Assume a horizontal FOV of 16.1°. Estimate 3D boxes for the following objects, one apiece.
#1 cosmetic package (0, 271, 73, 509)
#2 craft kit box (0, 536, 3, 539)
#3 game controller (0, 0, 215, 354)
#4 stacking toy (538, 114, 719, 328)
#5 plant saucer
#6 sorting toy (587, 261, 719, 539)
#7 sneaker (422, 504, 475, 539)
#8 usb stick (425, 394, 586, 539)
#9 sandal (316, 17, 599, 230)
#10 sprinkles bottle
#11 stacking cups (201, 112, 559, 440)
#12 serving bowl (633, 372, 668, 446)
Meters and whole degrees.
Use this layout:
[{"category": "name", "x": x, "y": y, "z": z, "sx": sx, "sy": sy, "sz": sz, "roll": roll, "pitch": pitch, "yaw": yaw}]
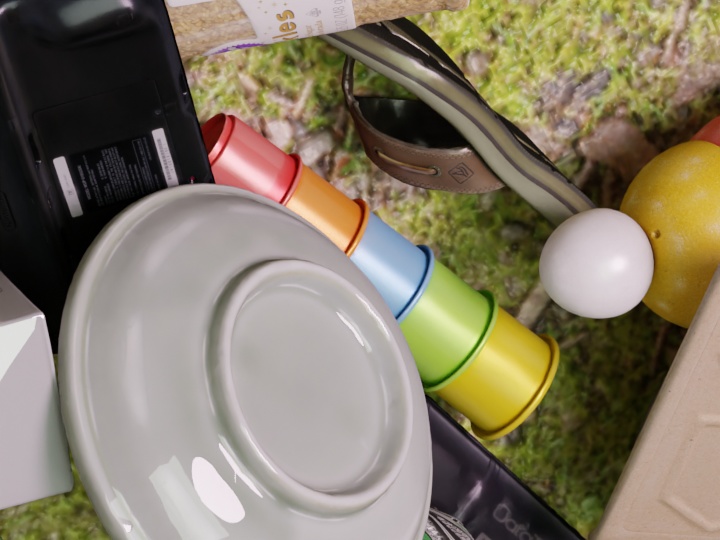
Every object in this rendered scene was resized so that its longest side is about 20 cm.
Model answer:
[{"category": "cosmetic package", "x": -0.225, "y": 0.063, "z": 1.021, "sx": 0.199, "sy": 0.113, "sz": 0.082, "roll": -16, "pitch": 108, "yaw": -19}, {"category": "craft kit box", "x": -0.278, "y": 0.092, "z": 1.089, "sx": 0.199, "sy": 0.048, "sz": 0.199, "roll": -29, "pitch": 108, "yaw": -13}, {"category": "game controller", "x": -0.117, "y": -0.044, "z": 1.079, "sx": 0.104, "sy": 0.042, "sz": 0.201, "roll": -22, "pitch": 135, "yaw": -9}, {"category": "stacking toy", "x": 0.167, "y": -0.016, "z": 1.168, "sx": 0.199, "sy": 0.146, "sz": 0.147, "roll": -14, "pitch": 107, "yaw": -25}, {"category": "plant saucer", "x": -0.032, "y": 0.052, "z": 1.048, "sx": 0.199, "sy": 0.050, "sz": 0.202, "roll": 22, "pitch": 56, "yaw": -37}, {"category": "sorting toy", "x": 0.216, "y": 0.063, "z": 1.166, "sx": 0.184, "sy": 0.037, "sz": 0.201, "roll": 6, "pitch": 132, "yaw": -19}, {"category": "sneaker", "x": -0.002, "y": 0.131, "z": 1.144, "sx": 0.200, "sy": 0.085, "sz": 0.078, "roll": 39, "pitch": 125, "yaw": -3}, {"category": "usb stick", "x": 0.075, "y": 0.136, "z": 1.241, "sx": 0.200, "sy": 0.033, "sz": 0.056, "roll": 42, "pitch": 79, "yaw": -24}, {"category": "sandal", "x": 0.037, "y": -0.059, "z": 1.160, "sx": 0.057, "sy": 0.080, "sz": 0.201, "roll": -45, "pitch": 115, "yaw": 9}, {"category": "sprinkles bottle", "x": -0.055, "y": -0.126, "z": 1.078, "sx": 0.198, "sy": 0.068, "sz": 0.069, "roll": -11, "pitch": 107, "yaw": 2}, {"category": "stacking cups", "x": 0.000, "y": 0.000, "z": 1.174, "sx": 0.200, "sy": 0.060, "sz": 0.061, "roll": 37, "pitch": 88, "yaw": -19}, {"category": "serving bowl", "x": 0.236, "y": 0.112, "z": 1.280, "sx": 0.199, "sy": 0.066, "sz": 0.202, "roll": -5, "pitch": 105, "yaw": -20}]
